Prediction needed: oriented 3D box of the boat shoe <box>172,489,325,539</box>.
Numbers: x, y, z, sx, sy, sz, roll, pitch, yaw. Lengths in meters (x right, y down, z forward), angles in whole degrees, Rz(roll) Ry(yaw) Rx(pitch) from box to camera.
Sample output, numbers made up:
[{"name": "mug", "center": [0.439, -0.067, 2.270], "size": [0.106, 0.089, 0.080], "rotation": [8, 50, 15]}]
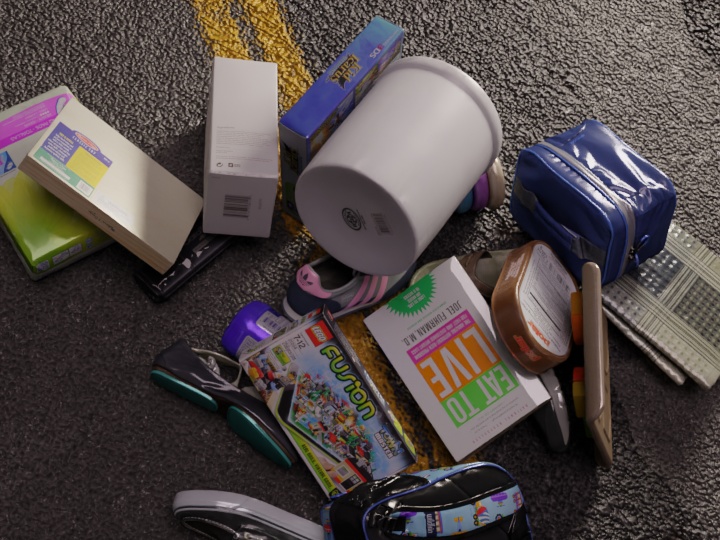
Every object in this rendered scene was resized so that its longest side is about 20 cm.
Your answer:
[{"name": "boat shoe", "center": [-0.109, 0.291, 1.274], "size": [0.199, 0.072, 0.071], "rotation": [18, 59, -5]}]

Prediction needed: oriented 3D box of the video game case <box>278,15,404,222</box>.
[{"name": "video game case", "center": [-0.023, -0.180, 1.443], "size": [0.045, 0.181, 0.200], "rotation": [32, 63, 15]}]

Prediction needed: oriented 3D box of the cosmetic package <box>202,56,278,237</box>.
[{"name": "cosmetic package", "center": [-0.144, -0.149, 1.422], "size": [0.084, 0.108, 0.201], "rotation": [4, 50, -8]}]

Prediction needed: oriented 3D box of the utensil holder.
[{"name": "utensil holder", "center": [0.042, -0.116, 1.344], "size": [0.170, 0.170, 0.200], "rotation": [35, 55, 6]}]

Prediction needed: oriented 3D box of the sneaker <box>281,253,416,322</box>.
[{"name": "sneaker", "center": [0.000, 0.000, 1.405], "size": [0.200, 0.082, 0.070], "rotation": [-28, 64, -38]}]

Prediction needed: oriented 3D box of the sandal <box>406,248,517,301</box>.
[{"name": "sandal", "center": [0.147, 0.005, 1.463], "size": [0.200, 0.057, 0.080], "rotation": [-17, 70, -18]}]

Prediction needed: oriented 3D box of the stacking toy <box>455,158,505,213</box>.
[{"name": "stacking toy", "center": [0.076, -0.099, 1.492], "size": [0.199, 0.085, 0.086], "rotation": [-13, 69, -9]}]

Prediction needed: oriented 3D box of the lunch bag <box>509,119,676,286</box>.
[{"name": "lunch bag", "center": [0.280, -0.074, 1.460], "size": [0.132, 0.136, 0.200], "rotation": [-26, 51, -23]}]

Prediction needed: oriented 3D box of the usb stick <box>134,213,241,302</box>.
[{"name": "usb stick", "center": [-0.186, -0.038, 1.432], "size": [0.055, 0.033, 0.200], "rotation": [40, 65, 16]}]

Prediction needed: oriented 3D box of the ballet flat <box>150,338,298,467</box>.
[{"name": "ballet flat", "center": [-0.141, 0.141, 1.340], "size": [0.200, 0.073, 0.073], "rotation": [32, 64, 7]}]

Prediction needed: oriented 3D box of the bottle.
[{"name": "bottle", "center": [-0.061, 0.114, 1.359], "size": [0.200, 0.084, 0.065], "rotation": [35, 104, 5]}]

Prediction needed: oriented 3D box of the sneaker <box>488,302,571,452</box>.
[{"name": "sneaker", "center": [0.189, 0.128, 1.419], "size": [0.084, 0.074, 0.201], "rotation": [-23, 76, 6]}]

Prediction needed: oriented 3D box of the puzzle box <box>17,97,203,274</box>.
[{"name": "puzzle box", "center": [-0.278, -0.098, 1.356], "size": [0.200, 0.025, 0.133], "rotation": [38, 35, -15]}]

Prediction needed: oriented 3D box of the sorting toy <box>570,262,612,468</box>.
[{"name": "sorting toy", "center": [0.265, 0.112, 1.367], "size": [0.036, 0.200, 0.186], "rotation": [-3, 64, 13]}]

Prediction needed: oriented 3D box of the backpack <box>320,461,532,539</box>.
[{"name": "backpack", "center": [0.078, 0.292, 1.260], "size": [0.199, 0.134, 0.183], "rotation": [-17, 95, -30]}]

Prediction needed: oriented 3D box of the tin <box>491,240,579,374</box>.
[{"name": "tin", "center": [0.207, 0.038, 1.386], "size": [0.112, 0.042, 0.200], "rotation": [47, 33, -12]}]

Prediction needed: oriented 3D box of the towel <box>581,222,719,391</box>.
[{"name": "towel", "center": [0.402, 0.039, 1.506], "size": [0.200, 0.035, 0.193], "rotation": [41, 54, 10]}]

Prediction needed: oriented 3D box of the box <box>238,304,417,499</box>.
[{"name": "box", "center": [-0.034, 0.149, 1.304], "size": [0.110, 0.035, 0.200], "rotation": [-30, 102, 9]}]

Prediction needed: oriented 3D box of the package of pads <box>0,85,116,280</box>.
[{"name": "package of pads", "center": [-0.364, -0.106, 1.406], "size": [0.154, 0.068, 0.200], "rotation": [-28, 77, -21]}]

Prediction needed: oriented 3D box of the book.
[{"name": "book", "center": [0.113, 0.103, 1.387], "size": [0.133, 0.048, 0.200], "rotation": [-36, 74, 6]}]
